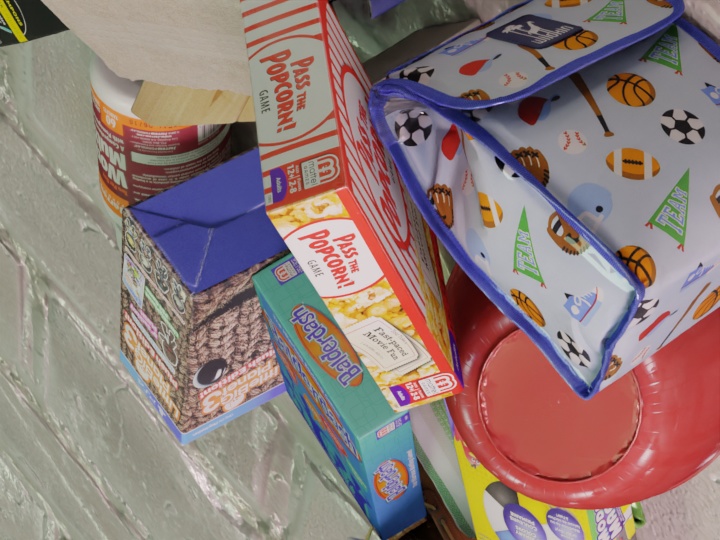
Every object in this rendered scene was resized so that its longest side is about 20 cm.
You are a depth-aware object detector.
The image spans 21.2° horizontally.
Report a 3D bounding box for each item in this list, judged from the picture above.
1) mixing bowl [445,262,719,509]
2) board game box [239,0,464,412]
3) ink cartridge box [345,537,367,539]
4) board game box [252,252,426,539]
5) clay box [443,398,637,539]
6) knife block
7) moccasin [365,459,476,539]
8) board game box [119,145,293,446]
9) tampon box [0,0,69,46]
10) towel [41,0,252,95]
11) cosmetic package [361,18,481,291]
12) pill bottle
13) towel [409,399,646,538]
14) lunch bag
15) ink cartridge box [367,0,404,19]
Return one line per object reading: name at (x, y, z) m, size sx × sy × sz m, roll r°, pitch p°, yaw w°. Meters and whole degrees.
mixing bowl at (0.126, 0.060, 1.121) m, size 0.198 × 0.108 × 0.202 m, roll 5°, pitch 105°, yaw 18°
board game box at (-0.003, -0.039, 1.052) m, size 0.200 × 0.046 × 0.152 m, roll 58°, pitch -162°, yaw -51°
ink cartridge box at (0.044, 0.289, 1.391) m, size 0.200 × 0.082 × 0.148 m, roll 15°, pitch 90°, yaw 65°
board game box at (-0.013, 0.096, 1.417) m, size 0.153 × 0.045 × 0.200 m, roll 55°, pitch 169°, yaw 27°
clay box at (0.127, 0.167, 1.289) m, size 0.114 × 0.048 × 0.201 m, roll 18°, pitch 133°, yaw 42°
knife block at (-0.083, -0.183, 1.232) m, size 0.199 × 0.064 × 0.176 m, roll 0°, pitch 129°, yaw 31°
moccasin at (0.047, 0.200, 1.533) m, size 0.202 × 0.077 × 0.074 m, roll 49°, pitch 151°, yaw 15°
board game box at (-0.092, 0.014, 1.470) m, size 0.097 × 0.159 × 0.201 m, roll 51°, pitch 153°, yaw 26°
tampon box at (-0.216, -0.266, 1.425) m, size 0.199 × 0.126 × 0.151 m, roll -1°, pitch 118°, yaw 59°
towel at (-0.103, -0.149, 1.157) m, size 0.199 × 0.035 × 0.133 m, roll 12°, pitch 161°, yaw 32°
cosmetic package at (0.061, -0.047, 1.231) m, size 0.073 × 0.103 × 0.201 m, roll 1°, pitch 121°, yaw 56°
pill bottle at (-0.155, -0.095, 1.522) m, size 0.109 × 0.109 × 0.201 m, roll 41°, pitch 148°, yaw 28°
towel at (0.104, 0.121, 1.348) m, size 0.199 × 0.031 × 0.150 m, roll -15°, pitch 109°, yaw 56°
lunch bag at (0.124, -0.065, 1.036) m, size 0.200 × 0.169 × 0.124 m, roll 47°, pitch 147°, yaw 22°
ink cartridge box at (-0.006, -0.246, 1.094) m, size 0.076 × 0.136 × 0.201 m, roll 0°, pitch 119°, yaw 60°
